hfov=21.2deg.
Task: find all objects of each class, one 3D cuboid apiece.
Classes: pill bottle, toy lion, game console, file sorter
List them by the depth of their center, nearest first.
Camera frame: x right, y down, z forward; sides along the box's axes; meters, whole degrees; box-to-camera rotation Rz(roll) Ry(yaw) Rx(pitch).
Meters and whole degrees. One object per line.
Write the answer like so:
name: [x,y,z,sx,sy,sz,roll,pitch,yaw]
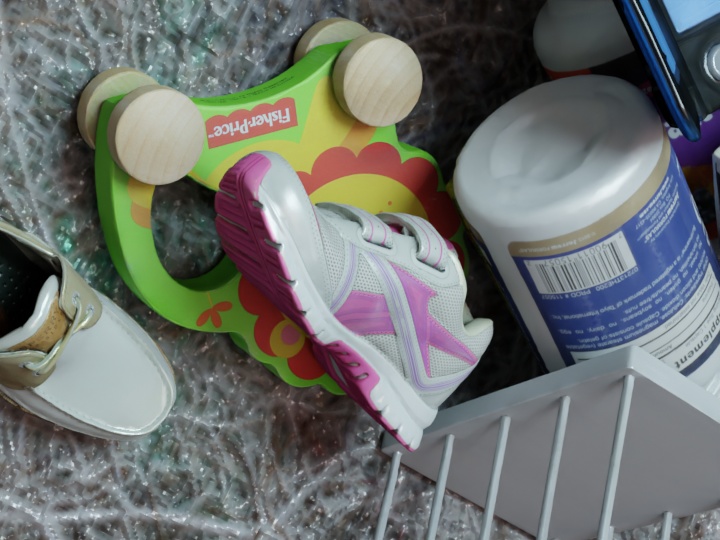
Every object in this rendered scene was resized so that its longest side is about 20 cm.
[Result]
game console: [0.160,-0.178,0.934,0.170,0.118,0.201,-27,95,-18]
file sorter: [0.113,0.145,1.005,0.138,0.199,0.126,30,57,-27]
toy lion: [-0.036,-0.023,1.006,0.198,0.069,0.194,-15,112,-24]
pill bottle: [0.133,0.006,1.011,0.111,0.111,0.201,-41,128,-16]
pill bottle: [0.163,-0.113,1.060,0.111,0.111,0.201,-38,112,-17]

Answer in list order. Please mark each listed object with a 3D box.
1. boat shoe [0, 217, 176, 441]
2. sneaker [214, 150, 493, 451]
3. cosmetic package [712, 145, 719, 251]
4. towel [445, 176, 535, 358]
boat shoe: [-0.166,0.024,0.937,0.199,0.068,0.075,36,81,-27]
sneaker: [0.000,0.000,0.963,0.088,0.081,0.200,-44,134,-7]
cosmetic package: [0.276,-0.074,1.000,0.200,0.071,0.106,-40,145,-17]
towel: [0.118,-0.002,1.080,0.086,0.018,0.201,-43,128,-16]
